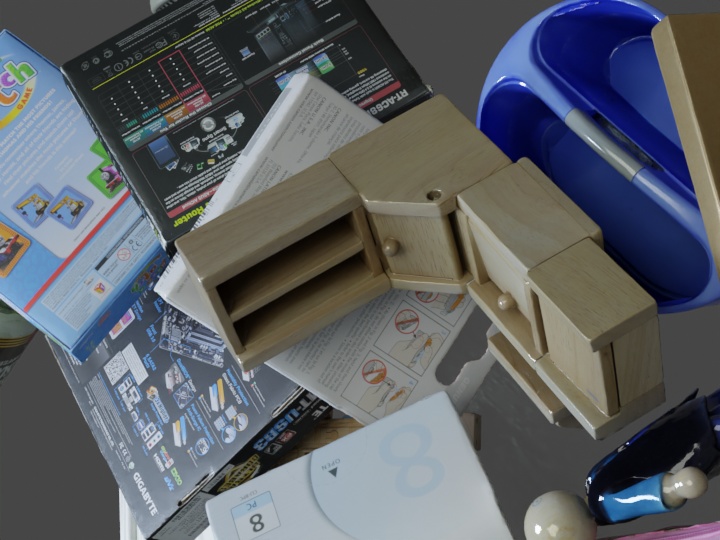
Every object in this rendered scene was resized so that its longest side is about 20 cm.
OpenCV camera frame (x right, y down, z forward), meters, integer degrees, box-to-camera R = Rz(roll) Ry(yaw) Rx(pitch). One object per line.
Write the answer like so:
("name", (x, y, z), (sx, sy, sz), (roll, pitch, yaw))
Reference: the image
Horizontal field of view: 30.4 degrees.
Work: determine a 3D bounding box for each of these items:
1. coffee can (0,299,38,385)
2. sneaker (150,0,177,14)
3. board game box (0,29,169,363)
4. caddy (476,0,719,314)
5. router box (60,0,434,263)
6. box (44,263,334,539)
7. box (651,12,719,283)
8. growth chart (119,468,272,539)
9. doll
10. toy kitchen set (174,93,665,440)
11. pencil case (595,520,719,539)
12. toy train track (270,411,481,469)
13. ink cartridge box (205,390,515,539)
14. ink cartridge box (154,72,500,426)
("coffee can", (-0.308, -0.001, 1.041), (0.146, 0.146, 0.200), (48, 113, 27))
("sneaker", (-0.070, -0.255, 0.949), (0.200, 0.075, 0.106), (-23, 69, 22))
("board game box", (-0.220, -0.055, 0.916), (0.200, 0.037, 0.151), (36, 76, 13))
("caddy", (0.156, -0.065, 0.748), (0.200, 0.105, 0.141), (47, 113, 28))
("router box", (-0.073, -0.113, 0.875), (0.200, 0.062, 0.150), (-30, 71, -6))
("box", (-0.109, 0.053, 0.923), (0.199, 0.050, 0.200), (-44, 55, 12))
("box", (0.239, -0.037, 0.665), (0.021, 0.163, 0.200), (143, 118, -63))
("growth chart", (-0.107, 0.185, 0.966), (0.200, 0.018, 0.145), (5, 89, 35))
("doll", (0.174, 0.092, 0.715), (0.200, 0.136, 0.048), (-38, 88, 3))
("toy kitchen set", (0.039, 0.050, 0.725), (0.180, 0.163, 0.200), (-29, 47, -10))
("pencil case", (0.159, 0.180, 0.743), (0.200, 0.083, 0.087), (-20, 77, 33))
("toy train track", (-0.015, 0.109, 0.891), (0.200, 0.033, 0.115), (-5, 74, 30))
("ink cartridge box", (0.014, 0.182, 0.735), (0.160, 0.047, 0.200), (-25, 48, 1))
("ink cartridge box", (0.000, 0.000, 0.818), (0.161, 0.200, 0.050), (-57, 17, -2))
